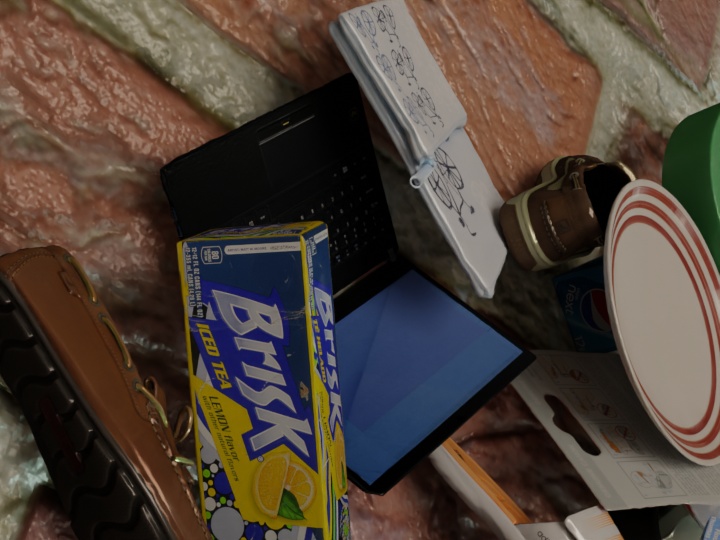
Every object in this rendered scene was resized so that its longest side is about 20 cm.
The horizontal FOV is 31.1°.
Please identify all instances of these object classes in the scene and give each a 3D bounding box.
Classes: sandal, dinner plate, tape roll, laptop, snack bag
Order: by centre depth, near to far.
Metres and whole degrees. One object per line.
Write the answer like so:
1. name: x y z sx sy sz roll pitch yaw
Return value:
1. laptop: 0.000 0.000 0.774 0.177 0.103 0.200 -34 117 -44
2. sandal: 0.121 0.159 0.803 0.207 0.059 0.079 46 6 15
3. snack bag: 0.052 -0.086 0.848 0.200 0.021 0.189 61 17 -6
4. dinner plate: 0.211 0.036 0.886 0.200 0.024 0.200 26 56 -45
5. tape roll: 0.321 -0.040 1.037 0.200 0.048 0.201 17 64 -39

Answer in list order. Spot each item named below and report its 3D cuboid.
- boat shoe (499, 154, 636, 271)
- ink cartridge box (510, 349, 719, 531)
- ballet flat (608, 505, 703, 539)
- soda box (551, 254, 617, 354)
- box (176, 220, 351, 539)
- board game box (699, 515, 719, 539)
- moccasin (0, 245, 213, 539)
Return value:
1. boat shoe: 0.167 -0.047 0.932 0.075 0.075 0.202 64 27 -7
2. ink cartridge box: 0.197 0.123 0.905 0.200 0.047 0.160 3 34 -32
3. ballet flat: 0.251 0.180 0.973 0.200 0.068 0.068 -27 105 -44
4. soda box: 0.241 0.005 1.025 0.200 0.064 0.068 -21 91 -45
5. box: -0.048 0.077 0.685 0.064 0.070 0.200 -42 128 -77
6. board game box: 0.211 0.277 0.846 0.200 0.037 0.151 84 28 -49
7. moccasin: -0.125 0.078 0.657 0.078 0.074 0.201 -23 75 -50
